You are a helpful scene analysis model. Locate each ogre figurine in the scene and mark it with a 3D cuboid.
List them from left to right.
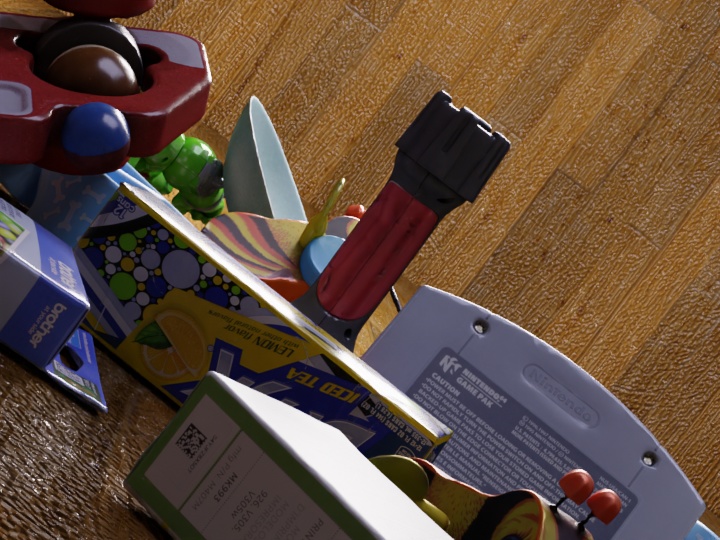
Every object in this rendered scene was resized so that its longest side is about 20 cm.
[{"bbox_3d":[-0.169,-0.098,1.695,0.201,0.098,0.120,55,-18,-14],"label":"ogre figurine"}]

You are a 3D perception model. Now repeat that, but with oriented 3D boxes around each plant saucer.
[{"bbox_3d":[-0.063,-0.023,1.669,0.201,0.038,0.202,-17,90,-84],"label":"plant saucer"}]

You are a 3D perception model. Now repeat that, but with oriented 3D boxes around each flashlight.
[{"bbox_3d":[0.000,0.000,1.212,0.068,0.200,0.068,31,7,-43],"label":"flashlight"}]

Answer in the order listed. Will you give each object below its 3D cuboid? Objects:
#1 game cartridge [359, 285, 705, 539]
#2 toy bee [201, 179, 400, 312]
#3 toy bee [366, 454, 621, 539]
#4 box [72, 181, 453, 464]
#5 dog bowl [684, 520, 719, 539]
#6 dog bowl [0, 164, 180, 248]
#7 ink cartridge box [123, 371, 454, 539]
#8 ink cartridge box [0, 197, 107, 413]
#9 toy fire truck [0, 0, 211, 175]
[{"bbox_3d":[0.081,0.105,1.265,0.200,0.133,0.042,38,-32,7],"label":"game cartridge"},{"bbox_3d":[-0.027,0.003,1.493,0.200,0.131,0.109,34,30,-34],"label":"toy bee"},{"bbox_3d":[0.062,0.126,0.988,0.200,0.109,0.131,41,3,39],"label":"toy bee"},{"bbox_3d":[-0.054,0.046,1.141,0.200,0.070,0.064,38,5,9],"label":"box"},{"bbox_3d":[0.216,0.219,1.318,0.200,0.050,0.111,51,-12,-1],"label":"dog bowl"},{"bbox_3d":[-0.152,-0.039,1.299,0.111,0.050,0.200,34,5,-43],"label":"dog bowl"},{"bbox_3d":[0.012,0.127,0.861,0.200,0.059,0.104,40,5,33],"label":"ink cartridge box"},{"bbox_3d":[-0.183,-0.022,1.002,0.200,0.042,0.119,38,4,-16],"label":"ink cartridge box"},{"bbox_3d":[-0.172,-0.092,1.148,0.198,0.113,0.168,7,27,-12],"label":"toy fire truck"}]
